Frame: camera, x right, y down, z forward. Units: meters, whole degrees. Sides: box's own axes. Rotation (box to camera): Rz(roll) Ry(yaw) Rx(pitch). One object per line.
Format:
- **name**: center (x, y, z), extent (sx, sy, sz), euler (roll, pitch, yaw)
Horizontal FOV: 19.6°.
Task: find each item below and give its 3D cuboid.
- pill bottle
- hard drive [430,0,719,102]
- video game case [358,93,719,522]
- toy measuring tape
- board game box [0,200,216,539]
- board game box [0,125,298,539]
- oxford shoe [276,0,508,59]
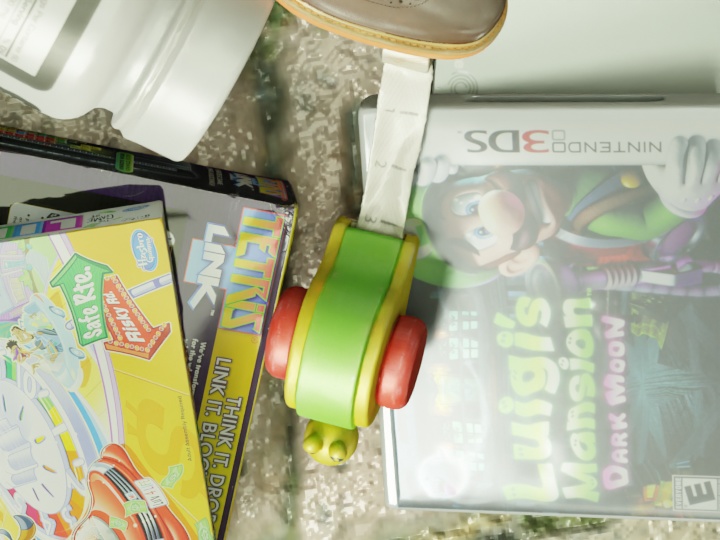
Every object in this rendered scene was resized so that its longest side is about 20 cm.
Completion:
- **pill bottle**: center (-0.140, -0.134, 0.862), extent (0.200, 0.114, 0.114), euler (28, 100, -12)
- **hard drive**: center (0.133, -0.121, 0.938), extent (0.199, 0.026, 0.132), euler (3, 104, -7)
- **video game case**: center (0.094, 0.019, 0.935), extent (0.181, 0.023, 0.200), euler (1, 112, 13)
- **toy measuring tape**: center (0.000, 0.000, 0.900), extent (0.073, 0.074, 0.200), euler (8, 114, -7)
- **board game box**: center (-0.136, 0.079, 0.902), extent (0.134, 0.034, 0.200), euler (-9, 105, -4)
- **board game box**: center (-0.129, 0.043, 0.940), extent (0.165, 0.057, 0.200), euler (11, 103, -10)
- **oxford shoe**: center (-0.018, -0.151, 0.820), extent (0.200, 0.073, 0.071), euler (31, 70, -15)
